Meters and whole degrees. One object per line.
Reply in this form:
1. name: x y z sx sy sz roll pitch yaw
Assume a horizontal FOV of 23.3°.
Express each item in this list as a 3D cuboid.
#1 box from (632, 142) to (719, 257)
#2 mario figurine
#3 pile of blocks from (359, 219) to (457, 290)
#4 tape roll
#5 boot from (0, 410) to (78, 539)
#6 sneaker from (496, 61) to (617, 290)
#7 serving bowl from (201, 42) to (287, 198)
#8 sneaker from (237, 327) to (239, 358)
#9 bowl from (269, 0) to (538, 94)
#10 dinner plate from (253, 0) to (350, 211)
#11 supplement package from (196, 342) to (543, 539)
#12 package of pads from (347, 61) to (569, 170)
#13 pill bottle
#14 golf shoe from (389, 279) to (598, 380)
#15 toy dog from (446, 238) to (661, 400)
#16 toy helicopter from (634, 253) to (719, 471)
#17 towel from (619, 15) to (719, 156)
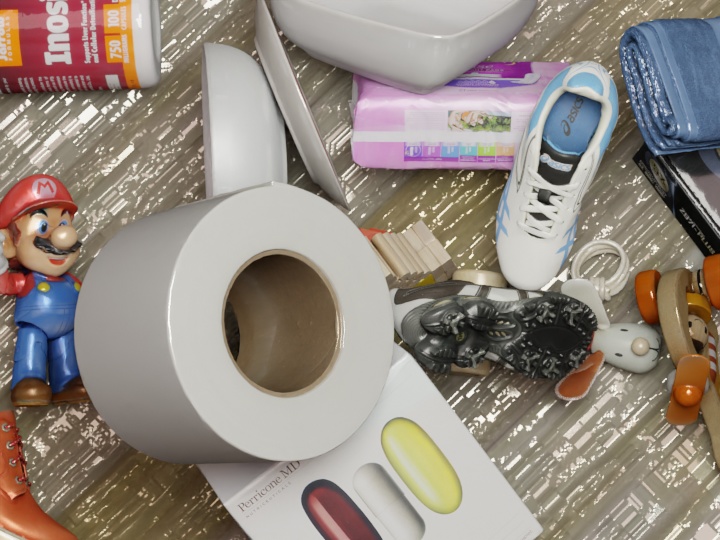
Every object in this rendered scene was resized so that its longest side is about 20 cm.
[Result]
1. box: 0.371 -0.099 1.538 0.200 0.086 0.164 -34 83 -4
2. mario figurine: -0.265 0.015 1.505 0.106 0.123 0.200 -7 87 11
3. pile of blocks: 0.000 0.000 1.501 0.062 0.200 0.082 54 126 21
4. tape roll: -0.094 0.044 1.309 0.202 0.139 0.203 6 80 -37
5. boot: -0.309 0.179 1.507 0.200 0.075 0.107 35 72 -1
6. sneaker: 0.155 -0.074 1.431 0.072 0.072 0.200 21 111 12
7. serving bowl: -0.098 -0.093 1.479 0.066 0.200 0.200 -3 83 -6
8. sneaker: -0.084 0.092 1.524 0.072 0.072 0.200 19 84 21
9. bowl: 0.039 -0.223 1.505 0.199 0.075 0.200 22 38 25
10. dinner plate: -0.055 -0.139 1.482 0.024 0.200 0.200 -23 83 3
11. supplement package: 0.002 0.179 1.436 0.191 0.147 0.200 -40 110 -5
12. package of pads: 0.089 -0.136 1.521 0.200 0.121 0.076 0 115 -1
13. pill bottle: -0.279 -0.212 1.534 0.200 0.113 0.113 -3 83 -1
14. golf shoe: 0.107 0.038 1.428 0.200 0.094 0.078 9 106 -39
15. toy dog: 0.159 0.049 1.511 0.200 0.096 0.132 -13 87 -1
16. toy helicopter: 0.292 0.093 1.486 0.079 0.132 0.200 -13 114 23
17. towel: 0.305 -0.157 1.440 0.200 0.049 0.112 -9 77 -29
